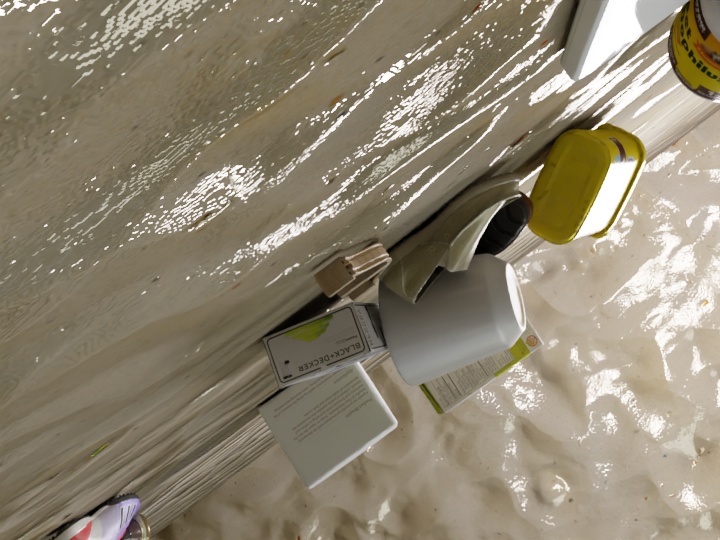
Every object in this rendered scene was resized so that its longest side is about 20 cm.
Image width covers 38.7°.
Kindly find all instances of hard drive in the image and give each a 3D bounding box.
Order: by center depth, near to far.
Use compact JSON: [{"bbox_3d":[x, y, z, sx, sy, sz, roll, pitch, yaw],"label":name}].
[{"bbox_3d":[0.208,-0.207,0.722,0.131,0.026,0.200,-36,173,1],"label":"hard drive"}]

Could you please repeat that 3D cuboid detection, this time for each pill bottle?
[{"bbox_3d":[0.340,-0.223,0.894,0.108,0.110,0.200,-35,172,1],"label":"pill bottle"}]

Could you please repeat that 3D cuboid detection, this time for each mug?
[{"bbox_3d":[0.122,0.047,1.257,0.151,0.152,0.186,-15,-177,19],"label":"mug"}]

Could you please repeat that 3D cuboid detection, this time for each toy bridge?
[{"bbox_3d":[0.000,0.000,1.051,0.067,0.027,0.200,-37,174,4],"label":"toy bridge"}]

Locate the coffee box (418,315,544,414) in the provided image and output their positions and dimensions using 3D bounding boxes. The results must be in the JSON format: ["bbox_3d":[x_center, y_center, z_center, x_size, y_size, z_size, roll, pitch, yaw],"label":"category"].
[{"bbox_3d":[0.154,0.101,1.683,0.196,0.202,0.200,-34,172,-3],"label":"coffee box"}]

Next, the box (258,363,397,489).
[{"bbox_3d":[-0.055,0.268,1.875,0.198,0.173,0.200,-35,172,-4],"label":"box"}]

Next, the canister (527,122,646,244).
[{"bbox_3d":[0.291,-0.111,1.321,0.199,0.086,0.151,-15,132,-62],"label":"canister"}]

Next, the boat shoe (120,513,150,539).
[{"bbox_3d":[-0.426,0.442,1.677,0.199,0.073,0.065,-24,161,36],"label":"boat shoe"}]

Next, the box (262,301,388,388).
[{"bbox_3d":[-0.032,0.086,1.214,0.115,0.061,0.200,-22,175,9],"label":"box"}]

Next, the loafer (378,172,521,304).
[{"bbox_3d":[0.109,-0.035,1.164,0.199,0.069,0.076,-38,172,18],"label":"loafer"}]

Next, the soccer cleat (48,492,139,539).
[{"bbox_3d":[-0.391,0.400,1.558,0.068,0.074,0.200,-38,173,18],"label":"soccer cleat"}]

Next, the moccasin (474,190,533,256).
[{"bbox_3d":[0.149,-0.042,1.293,0.078,0.074,0.202,-41,174,-41],"label":"moccasin"}]
